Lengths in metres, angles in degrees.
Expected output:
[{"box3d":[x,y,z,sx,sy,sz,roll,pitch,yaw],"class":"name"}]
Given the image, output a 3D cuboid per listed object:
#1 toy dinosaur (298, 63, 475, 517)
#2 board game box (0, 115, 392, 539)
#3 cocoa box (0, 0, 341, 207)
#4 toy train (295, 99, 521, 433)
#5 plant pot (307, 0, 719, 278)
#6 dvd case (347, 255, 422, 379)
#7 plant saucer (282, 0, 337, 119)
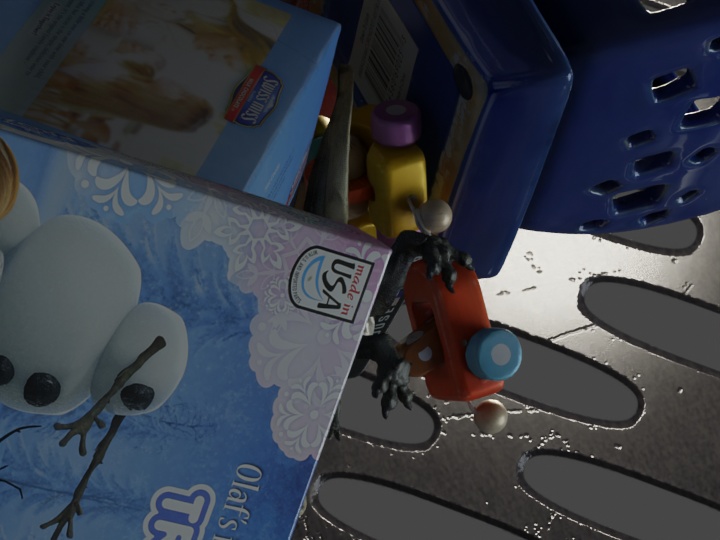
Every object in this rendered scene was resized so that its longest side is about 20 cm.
[{"box3d":[-0.005,0.014,0.949,0.047,0.088,0.202,14,90,-52],"class":"toy dinosaur"},{"box3d":[-0.113,0.056,0.715,0.043,0.198,0.201,31,-76,63],"class":"board game box"},{"box3d":[-0.105,-0.019,0.867,0.200,0.132,0.132,-65,174,-51],"class":"cocoa box"},{"box3d":[0.000,0.000,1.029,0.200,0.055,0.151,10,-65,68],"class":"toy train"},{"box3d":[0.086,-0.126,1.035,0.179,0.201,0.200,-22,156,-20],"class":"plant pot"},{"box3d":[-0.028,-0.059,1.319,0.025,0.200,0.151,-11,143,-39],"class":"dvd case"},{"box3d":[-0.057,-0.122,1.211,0.199,0.037,0.201,8,-104,64],"class":"plant saucer"}]
